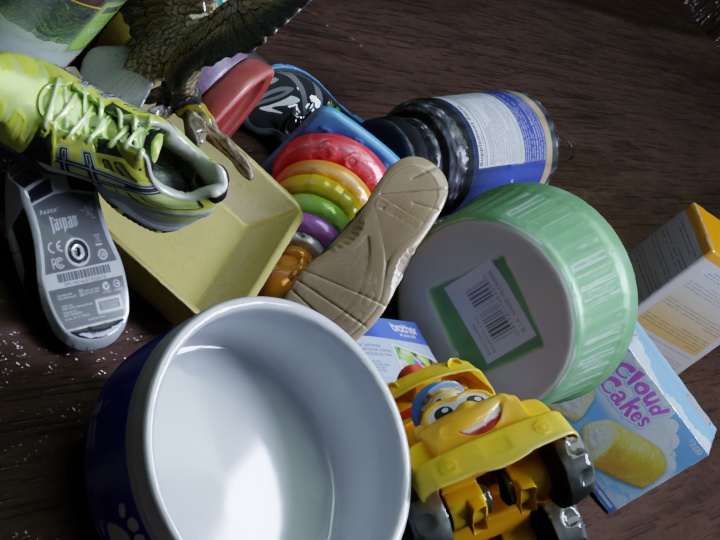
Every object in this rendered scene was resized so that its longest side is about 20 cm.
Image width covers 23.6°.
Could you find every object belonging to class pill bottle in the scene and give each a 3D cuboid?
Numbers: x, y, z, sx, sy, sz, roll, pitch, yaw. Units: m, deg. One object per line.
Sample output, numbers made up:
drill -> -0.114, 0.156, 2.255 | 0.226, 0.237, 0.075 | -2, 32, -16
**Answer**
pill bottle -> 0.083, -0.106, 1.590 | 0.200, 0.112, 0.112 | -12, 61, -45

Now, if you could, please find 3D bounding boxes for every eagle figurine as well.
eagle figurine -> -0.111, -0.188, 1.252 | 0.152, 0.200, 0.151 | 20, 47, -5

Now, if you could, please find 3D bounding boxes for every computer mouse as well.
computer mouse -> -0.213, -0.040, 1.166 | 0.110, 0.044, 0.200 | -12, 87, -44

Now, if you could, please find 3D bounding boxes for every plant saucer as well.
plant saucer -> -0.154, -0.052, 1.302 | 0.200, 0.048, 0.200 | 43, 33, -10

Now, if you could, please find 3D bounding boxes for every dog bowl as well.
dog bowl -> -0.068, 0.122, 1.075 | 0.200, 0.079, 0.200 | 16, 63, -34

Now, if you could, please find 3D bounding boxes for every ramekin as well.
ramekin -> 0.129, 0.030, 1.487 | 0.200, 0.200, 0.098 | 52, 32, 11

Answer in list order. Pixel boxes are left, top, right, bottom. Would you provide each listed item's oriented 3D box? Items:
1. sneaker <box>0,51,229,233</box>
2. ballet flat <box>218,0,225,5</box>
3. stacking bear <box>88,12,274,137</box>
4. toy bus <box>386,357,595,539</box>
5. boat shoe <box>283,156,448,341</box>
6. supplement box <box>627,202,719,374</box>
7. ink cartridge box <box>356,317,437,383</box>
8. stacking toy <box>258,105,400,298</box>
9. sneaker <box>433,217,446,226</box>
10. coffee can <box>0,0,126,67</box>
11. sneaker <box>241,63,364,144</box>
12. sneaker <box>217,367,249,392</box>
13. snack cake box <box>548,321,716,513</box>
sneaker -> -0.171, -0.094, 1.136 | 0.200, 0.076, 0.076 | 26, 64, -33
ballet flat -> -0.197, -0.287, 1.587 | 0.200, 0.069, 0.063 | 38, 12, -22
stacking bear -> -0.180, -0.193, 1.430 | 0.200, 0.114, 0.121 | 43, 25, 2
toy bus -> 0.065, 0.132, 1.219 | 0.200, 0.136, 0.192 | 88, -21, -50
boat shoe -> 0.000, 0.000, 1.369 | 0.072, 0.200, 0.065 | 32, -14, 6
supplement box -> 0.308, 0.036, 1.749 | 0.126, 0.200, 0.074 | 29, 34, -37
ink cartridge box -> 0.031, 0.101, 1.406 | 0.119, 0.042, 0.200 | 11, 41, -53
stacking toy -> -0.042, -0.032, 1.432 | 0.110, 0.116, 0.200 | 38, 37, -12
sneaker -> 0.119, 0.009, 1.642 | 0.200, 0.071, 0.098 | 47, 24, 5
coffee can -> -0.251, -0.200, 1.205 | 0.146, 0.200, 0.146 | 36, 27, -22
sneaker -> -0.040, -0.124, 1.584 | 0.200, 0.071, 0.083 | 30, 24, -39
sneaker -> -0.081, 0.110, 1.198 | 0.200, 0.076, 0.088 | 39, 9, -22
snack cake box -> 0.221, 0.106, 1.581 | 0.200, 0.115, 0.067 | 53, 25, -3
